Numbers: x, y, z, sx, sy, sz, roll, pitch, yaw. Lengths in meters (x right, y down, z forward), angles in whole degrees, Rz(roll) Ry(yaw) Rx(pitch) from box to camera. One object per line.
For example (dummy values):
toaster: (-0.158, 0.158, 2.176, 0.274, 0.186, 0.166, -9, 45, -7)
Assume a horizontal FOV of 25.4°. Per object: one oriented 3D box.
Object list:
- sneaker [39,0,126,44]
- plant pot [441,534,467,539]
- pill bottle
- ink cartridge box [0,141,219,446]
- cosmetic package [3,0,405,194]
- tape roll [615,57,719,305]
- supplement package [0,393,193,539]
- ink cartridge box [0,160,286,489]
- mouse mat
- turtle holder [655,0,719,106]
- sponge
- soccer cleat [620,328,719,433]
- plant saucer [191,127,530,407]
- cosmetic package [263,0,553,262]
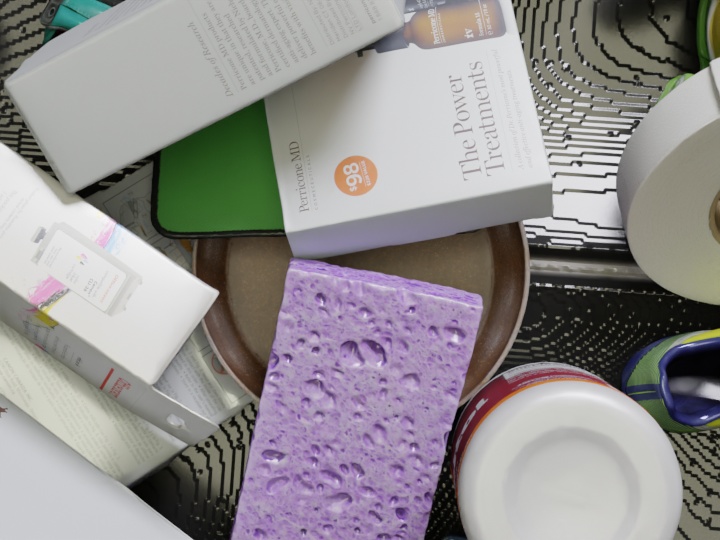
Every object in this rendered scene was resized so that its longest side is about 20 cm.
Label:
sneaker: (-0.161, -0.191, 0.950, 0.200, 0.084, 0.121, 41, 107, 21)
plant pot: (0.101, 0.263, 0.882, 0.199, 0.180, 0.201, 16, 99, 3)
pill bottle: (0.106, 0.110, 0.879, 0.112, 0.200, 0.113, 0, 90, 2)
ink cartridge box: (-0.152, 0.014, 0.893, 0.200, 0.116, 0.068, 36, 74, -5)
cosmetic package: (-0.078, -0.125, 0.850, 0.199, 0.101, 0.071, -25, 107, 12)
tape roll: (0.242, -0.052, 0.885, 0.202, 0.203, 0.037, -7, 53, 2)
supplement package: (-0.205, 0.217, 0.882, 0.191, 0.147, 0.200, 37, 117, 1)
ink cartridge box: (-0.144, 0.039, 0.974, 0.200, 0.057, 0.163, -33, 89, -19)
mouse mat: (-0.022, -0.093, 0.946, 0.199, 0.008, 0.162, 0, 67, 4)
turtle holder: (0.253, -0.144, 0.909, 0.185, 0.132, 0.142, -5, 91, 1)
sponge: (-0.007, 0.098, 0.912, 0.111, 0.030, 0.201, 12, 107, -3)
soccer cleat: (0.250, 0.054, 0.929, 0.199, 0.084, 0.065, -12, 87, -7)
plant saucer: (0.000, 0.000, 0.956, 0.199, 0.034, 0.201, 0, 82, -2)
cosmetic package: (0.018, -0.115, 0.922, 0.150, 0.052, 0.201, -12, 67, 3)
